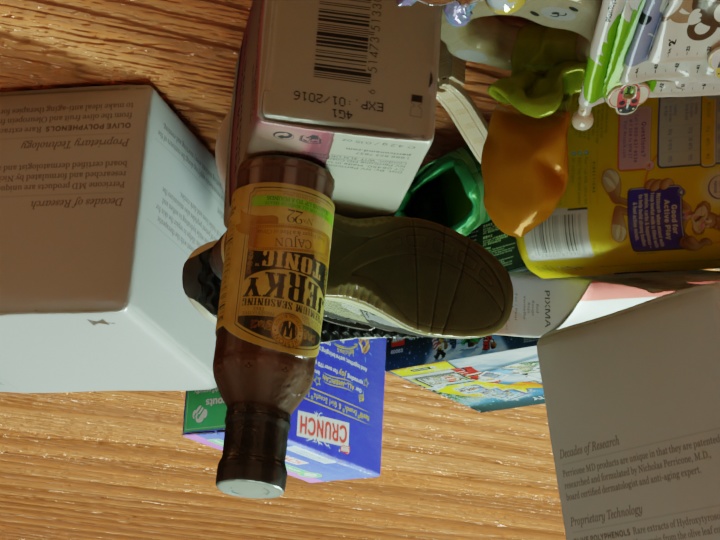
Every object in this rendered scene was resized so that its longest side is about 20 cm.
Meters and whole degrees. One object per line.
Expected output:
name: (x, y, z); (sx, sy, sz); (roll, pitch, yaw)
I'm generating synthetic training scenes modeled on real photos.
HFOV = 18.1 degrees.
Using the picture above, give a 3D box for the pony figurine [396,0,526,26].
pony figurine: (0.065, -0.202, 1.137); (0.193, 0.167, 0.200); (-27, 162, -13)

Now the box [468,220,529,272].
box: (0.116, -0.001, 1.776); (0.163, 0.086, 0.200); (18, 156, -39)

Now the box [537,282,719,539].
box: (0.254, 0.102, 1.433); (0.198, 0.172, 0.200); (-3, 169, -30)

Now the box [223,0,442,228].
box: (-0.020, -0.109, 1.414); (0.108, 0.128, 0.200); (6, 161, -8)

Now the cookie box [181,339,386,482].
cookie box: (-0.055, 0.052, 1.783); (0.075, 0.201, 0.171); (-10, 157, 34)

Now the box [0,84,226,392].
box: (-0.215, -0.017, 1.650); (0.199, 0.172, 0.199); (-2, 161, 16)

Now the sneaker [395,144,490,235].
sneaker: (0.048, -0.042, 1.654); (0.083, 0.074, 0.200); (-16, 163, -37)

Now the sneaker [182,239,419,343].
sneaker: (-0.042, 0.017, 1.518); (0.199, 0.071, 0.093); (3, 176, -32)

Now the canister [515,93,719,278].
canister: (0.205, -0.070, 1.465); (0.199, 0.149, 0.087); (-3, 166, 25)

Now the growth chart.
growth chart: (0.226, -0.146, 1.324); (0.199, 0.018, 0.145); (-6, 138, -6)

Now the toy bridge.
toy bridge: (0.107, -0.093, 1.537); (0.027, 0.068, 0.200); (-10, 157, 34)

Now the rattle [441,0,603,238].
rattle: (0.096, -0.123, 1.348); (0.130, 0.143, 0.200); (28, 167, -2)

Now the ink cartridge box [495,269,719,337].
ink cartridge box: (0.204, 0.025, 1.567); (0.162, 0.050, 0.200); (-3, -174, -31)

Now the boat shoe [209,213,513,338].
boat shoe: (-0.001, 0.001, 1.440); (0.200, 0.072, 0.066); (11, 170, -23)

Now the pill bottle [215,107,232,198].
pill bottle: (-0.040, -0.052, 1.615); (0.112, 0.113, 0.200); (2, 162, 3)

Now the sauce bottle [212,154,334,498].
sauce bottle: (-0.053, 0.033, 1.329); (0.064, 0.201, 0.065); (4, 161, 1)

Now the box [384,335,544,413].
box: (0.138, 0.066, 1.776); (0.199, 0.038, 0.136); (-11, 157, 36)
